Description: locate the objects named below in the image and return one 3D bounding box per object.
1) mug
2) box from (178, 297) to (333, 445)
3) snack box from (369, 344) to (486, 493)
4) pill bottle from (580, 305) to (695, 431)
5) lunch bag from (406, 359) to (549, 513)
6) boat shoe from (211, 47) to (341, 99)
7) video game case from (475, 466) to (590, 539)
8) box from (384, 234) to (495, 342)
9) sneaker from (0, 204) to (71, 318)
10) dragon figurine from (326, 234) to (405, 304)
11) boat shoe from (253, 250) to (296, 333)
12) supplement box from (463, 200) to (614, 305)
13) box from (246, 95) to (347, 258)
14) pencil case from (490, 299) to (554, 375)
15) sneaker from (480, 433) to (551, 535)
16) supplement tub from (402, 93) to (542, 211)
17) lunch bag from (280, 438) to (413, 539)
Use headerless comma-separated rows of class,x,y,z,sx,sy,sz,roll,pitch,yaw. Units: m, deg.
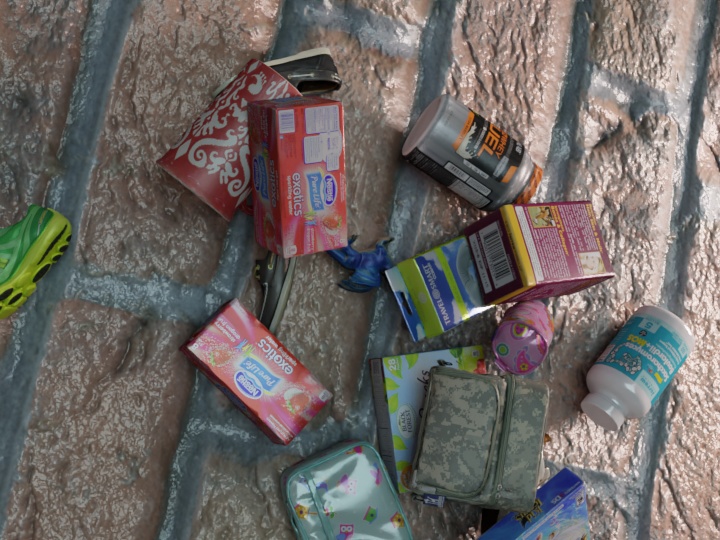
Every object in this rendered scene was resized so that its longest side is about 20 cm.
mug,-0.170,-0.183,1.351,0.133,0.178,0.200,37,87,17
box,-0.149,0.144,1.338,0.200,0.095,0.100,46,73,-7
snack box,0.111,0.221,1.426,0.168,0.068,0.200,-5,83,-19
pill bottle,0.439,0.160,1.517,0.111,0.111,0.200,44,72,-8
lunch bag,0.161,0.239,1.338,0.168,0.139,0.200,13,80,-7
boat shoe,-0.123,-0.276,1.415,0.200,0.072,0.068,-20,85,-21
video game case,0.255,0.414,1.405,0.200,0.045,0.181,-33,134,-19
box,0.139,0.019,1.440,0.200,0.048,0.122,-23,90,-41
sneaker,-0.478,-0.005,1.276,0.084,0.074,0.200,36,76,18
dragon figurine,0.000,0.000,1.425,0.200,0.059,0.100,4,81,-19
boat shoe,-0.123,-0.011,1.380,0.060,0.072,0.201,15,87,-2
supplement box,0.276,-0.029,1.459,0.200,0.103,0.131,-4,73,-36
box,-0.084,-0.129,1.272,0.103,0.095,0.200,-12,111,-28
pencil case,0.244,0.098,1.419,0.087,0.200,0.088,2,99,15
sneaker,0.247,0.333,1.452,0.085,0.073,0.200,23,75,-11
supplement tub,0.176,-0.173,1.471,0.200,0.123,0.123,32,74,-13
lunch bag,-0.023,0.357,1.360,0.160,0.077,0.200,-21,90,-19
